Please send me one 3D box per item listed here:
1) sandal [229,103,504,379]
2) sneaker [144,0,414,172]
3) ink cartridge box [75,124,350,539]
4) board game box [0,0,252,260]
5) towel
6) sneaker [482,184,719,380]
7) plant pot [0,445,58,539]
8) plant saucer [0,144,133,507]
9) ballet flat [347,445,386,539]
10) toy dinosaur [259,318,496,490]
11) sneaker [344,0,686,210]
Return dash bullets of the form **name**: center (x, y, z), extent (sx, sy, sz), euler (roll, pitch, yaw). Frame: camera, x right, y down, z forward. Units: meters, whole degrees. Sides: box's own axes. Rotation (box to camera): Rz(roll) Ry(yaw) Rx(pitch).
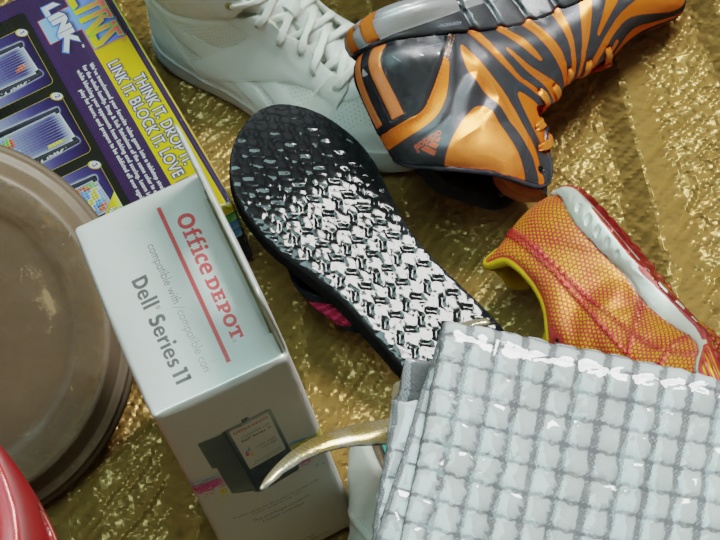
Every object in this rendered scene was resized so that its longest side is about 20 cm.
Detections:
- **sandal**: center (0.000, 0.000, 1.172), extent (0.075, 0.045, 0.200), euler (-32, 71, -21)
- **sneaker**: center (-0.039, -0.128, 1.224), extent (0.200, 0.116, 0.074), euler (24, 62, 23)
- **ink cartridge box**: center (-0.069, 0.040, 1.063), extent (0.067, 0.200, 0.117), euler (-25, 54, -4)
- **board game box**: center (-0.173, -0.052, 1.239), extent (0.165, 0.057, 0.200), euler (-26, 54, -8)
- **towel**: center (0.083, 0.133, 0.965), extent (0.165, 0.086, 0.200), euler (11, 69, 0)
- **sneaker**: center (0.134, 0.046, 1.107), extent (0.077, 0.073, 0.200), euler (-45, 52, 8)
- **plant pot**: center (-0.217, 0.167, 1.016), extent (0.200, 0.183, 0.201), euler (-5, 60, 8)
- **plant saucer**: center (-0.207, 0.033, 1.134), extent (0.200, 0.029, 0.201), euler (0, 90, -10)
- **ballet flat**: center (0.034, 0.154, 1.052), extent (0.069, 0.069, 0.200), euler (-31, 56, -9)
- **toy dinosaur**: center (0.050, 0.071, 1.055), extent (0.200, 0.058, 0.101), euler (12, 29, -20)
- **sneaker**: center (0.092, -0.092, 1.202), extent (0.200, 0.078, 0.112), euler (-16, 83, -22)
